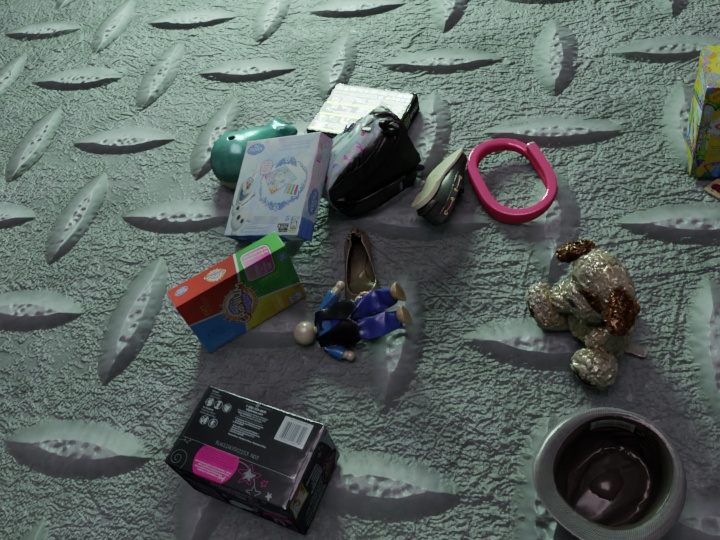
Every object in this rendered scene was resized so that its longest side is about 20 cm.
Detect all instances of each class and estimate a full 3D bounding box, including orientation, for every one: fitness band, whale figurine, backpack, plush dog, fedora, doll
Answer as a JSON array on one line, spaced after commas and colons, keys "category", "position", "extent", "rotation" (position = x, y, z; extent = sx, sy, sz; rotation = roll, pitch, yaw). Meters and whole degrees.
[{"category": "fitness band", "position": [0.283, -0.173, 1.226], "extent": [0.143, 0.037, 0.200], "rotation": [-19, 56, -2]}, {"category": "whale figurine", "position": [-0.228, -0.264, 1.383], "extent": [0.159, 0.104, 0.200], "rotation": [34, 69, 33]}, {"category": "backpack", "position": [0.004, -0.202, 1.261], "extent": [0.200, 0.167, 0.127], "rotation": [-41, 45, -1]}, {"category": "plush dog", "position": [0.351, 0.046, 0.958], "extent": [0.160, 0.172, 0.200], "rotation": [-23, 50, -5]}, {"category": "fedora", "position": [0.314, 0.275, 0.843], "extent": [0.177, 0.090, 0.200], "rotation": [29, 58, 29]}, {"category": "doll", "position": [-0.020, 0.079, 1.085], "extent": [0.200, 0.048, 0.137], "rotation": [-20, 70, 18]}]

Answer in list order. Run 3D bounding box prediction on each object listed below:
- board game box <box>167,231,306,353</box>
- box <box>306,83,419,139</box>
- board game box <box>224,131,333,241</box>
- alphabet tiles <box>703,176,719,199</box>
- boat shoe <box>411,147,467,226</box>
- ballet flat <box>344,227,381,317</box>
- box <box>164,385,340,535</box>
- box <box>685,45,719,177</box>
[{"category": "board game box", "position": [-0.203, 0.040, 1.112], "extent": [0.200, 0.153, 0.040], "rotation": [-31, 54, -10]}, {"category": "box", "position": [0.006, -0.327, 1.415], "extent": [0.200, 0.044, 0.160], "rotation": [14, 58, 23]}, {"category": "board game box", "position": [-0.156, -0.154, 1.239], "extent": [0.200, 0.043, 0.199], "rotation": [3, 76, 39]}, {"category": "alphabet tiles", "position": [0.724, -0.128, 1.110], "extent": [0.167, 0.008, 0.200], "rotation": [-33, 53, -13]}, {"category": "boat shoe", "position": [0.161, -0.160, 1.240], "extent": [0.074, 0.063, 0.201], "rotation": [-33, 19, 46]}, {"category": "ballet flat", "position": [0.000, 0.000, 1.160], "extent": [0.067, 0.046, 0.200], "rotation": [-10, 52, 7]}, {"category": "box", "position": [-0.150, 0.270, 0.945], "extent": [0.200, 0.115, 0.132], "rotation": [13, 56, 21]}, {"category": "box", "position": [0.673, -0.267, 1.102], "extent": [0.200, 0.193, 0.122], "rotation": [3, 51, 19]}]
